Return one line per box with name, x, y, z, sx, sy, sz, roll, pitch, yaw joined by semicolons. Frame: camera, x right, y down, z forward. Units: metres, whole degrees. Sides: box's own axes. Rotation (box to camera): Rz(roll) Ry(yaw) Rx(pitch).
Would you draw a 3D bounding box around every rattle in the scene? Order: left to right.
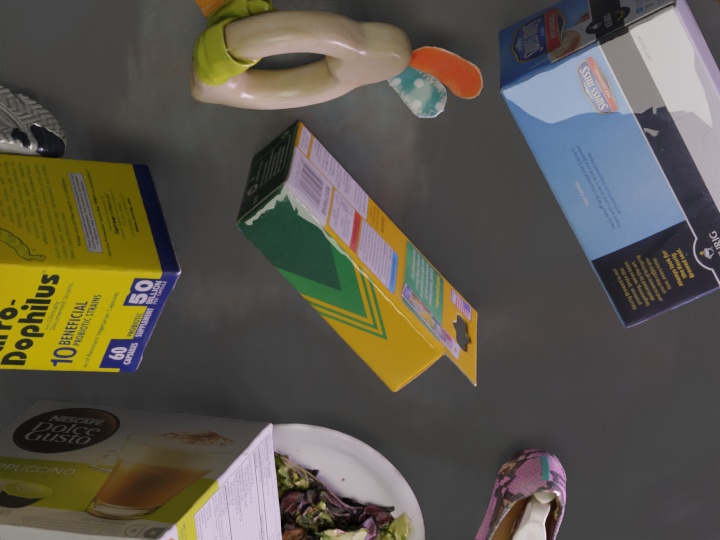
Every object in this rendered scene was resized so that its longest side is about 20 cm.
rattle;-0.024;-0.182;1.568;0.200;0.143;0.130;-6;146;-11

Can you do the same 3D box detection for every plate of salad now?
plate of salad;-0.050;0.211;1.727;0.200;0.048;0.200;1;113;2

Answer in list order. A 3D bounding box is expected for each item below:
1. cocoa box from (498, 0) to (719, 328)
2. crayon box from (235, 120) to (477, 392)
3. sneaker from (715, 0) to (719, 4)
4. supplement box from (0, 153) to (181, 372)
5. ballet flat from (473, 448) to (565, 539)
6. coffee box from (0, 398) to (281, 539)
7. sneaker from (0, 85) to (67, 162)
cocoa box;0.193;-0.089;1.539;0.131;0.133;0.200;-25;110;13
crayon box;0.000;0.000;1.591;0.052;0.126;0.200;-39;106;18
sneaker;0.349;-0.174;1.537;0.200;0.067;0.090;28;104;-9
supplement box;-0.243;-0.005;1.558;0.200;0.110;0.109;3;136;-26
ballet flat;0.112;0.232;1.715;0.069;0.071;0.200;14;113;-4
coffee box;-0.182;0.228;1.636;0.200;0.198;0.200;4;114;21
sneaker;-0.314;-0.065;1.611;0.199;0.080;0.130;2;127;-11
